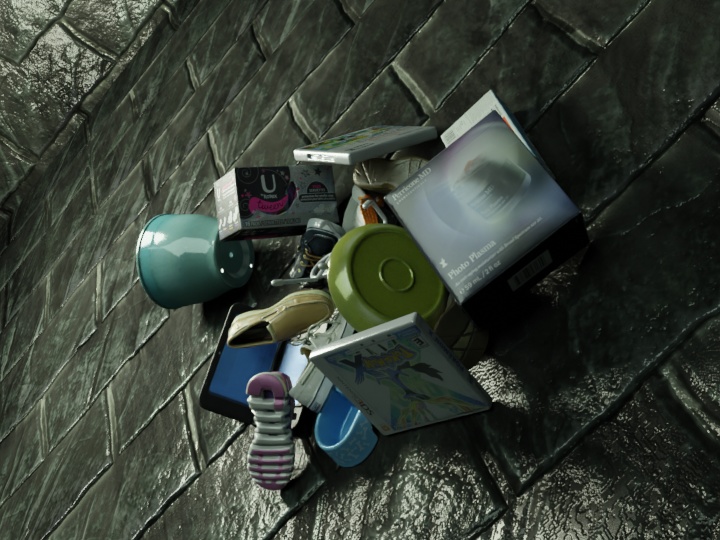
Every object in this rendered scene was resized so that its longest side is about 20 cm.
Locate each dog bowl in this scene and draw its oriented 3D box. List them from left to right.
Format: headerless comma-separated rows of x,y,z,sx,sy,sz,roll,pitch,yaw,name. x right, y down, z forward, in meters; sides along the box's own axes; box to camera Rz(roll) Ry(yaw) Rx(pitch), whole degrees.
-0.004,0.200,1.324,0.111,0.049,0.203,14,75,53,dog bowl

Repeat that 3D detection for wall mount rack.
-0.043,-0.026,1.345,0.198,0.075,0.175,-20,29,45,wall mount rack

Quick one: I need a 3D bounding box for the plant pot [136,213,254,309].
-0.328,-0.026,1.780,0.185,0.200,0.203,-5,58,30,plant pot

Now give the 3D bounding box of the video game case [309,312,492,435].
0.053,0.150,1.182,0.198,0.183,0.022,-23,31,38,video game case

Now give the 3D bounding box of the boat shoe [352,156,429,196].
0.080,-0.156,1.484,0.198,0.066,0.073,11,87,36,boat shoe

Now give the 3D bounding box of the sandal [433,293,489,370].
0.143,0.070,1.231,0.055,0.080,0.203,120,168,-52,sandal

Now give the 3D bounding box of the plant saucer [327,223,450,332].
0.049,0.012,1.250,0.031,0.196,0.203,124,158,-55,plant saucer

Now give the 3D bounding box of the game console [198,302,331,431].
-0.164,0.163,1.486,0.174,0.116,0.203,-8,58,47,game console

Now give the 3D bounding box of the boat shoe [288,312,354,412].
-0.070,0.128,1.390,0.075,0.085,0.204,-56,8,54,boat shoe

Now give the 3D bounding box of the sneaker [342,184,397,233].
0.008,-0.078,1.501,0.093,0.075,0.201,-62,14,19,sneaker

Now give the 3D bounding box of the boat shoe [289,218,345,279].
-0.078,-0.028,1.535,0.200,0.070,0.093,139,148,-74,boat shoe

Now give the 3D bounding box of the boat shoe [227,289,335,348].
-0.135,0.094,1.445,0.197,0.073,0.076,-22,18,18,boat shoe

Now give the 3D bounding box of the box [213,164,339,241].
-0.156,-0.127,1.584,0.132,0.196,0.117,-17,81,61,box

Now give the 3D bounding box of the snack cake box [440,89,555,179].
0.212,-0.179,1.344,0.115,0.067,0.202,-40,39,19,snack cake box

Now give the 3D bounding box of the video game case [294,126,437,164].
0.008,-0.227,1.539,0.198,0.022,0.181,-22,21,-31,video game case

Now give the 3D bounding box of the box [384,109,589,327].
0.171,-0.070,1.173,0.199,0.123,0.200,-38,63,5,box

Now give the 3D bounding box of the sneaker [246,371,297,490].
-0.137,0.253,1.388,0.079,0.088,0.205,3,102,10,sneaker

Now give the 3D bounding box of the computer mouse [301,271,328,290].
0.000,0.000,1.430,0.138,0.053,0.199,-35,14,-30,computer mouse
